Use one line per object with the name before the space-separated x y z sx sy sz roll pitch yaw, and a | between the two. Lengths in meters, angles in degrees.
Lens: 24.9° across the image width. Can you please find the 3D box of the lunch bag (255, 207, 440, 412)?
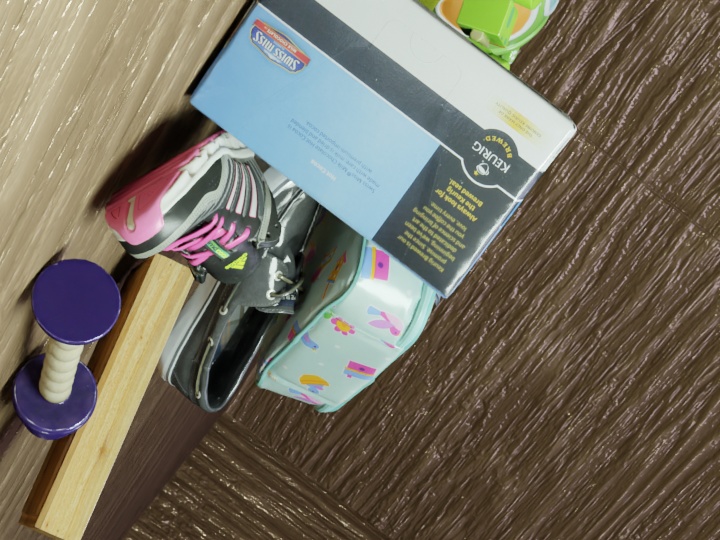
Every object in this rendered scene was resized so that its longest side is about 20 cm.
lunch bag | 0.000 0.000 1.174 0.200 0.076 0.162 -46 -157 52

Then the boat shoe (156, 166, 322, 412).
boat shoe | -0.071 0.013 1.127 0.201 0.066 0.070 -55 151 15

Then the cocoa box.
cocoa box | 0.016 -0.099 1.011 0.132 0.199 0.133 -53 179 9

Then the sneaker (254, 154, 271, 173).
sneaker | -0.072 -0.085 1.218 0.100 0.070 0.200 -57 -177 -17

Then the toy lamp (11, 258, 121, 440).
toy lamp | -0.183 0.058 1.003 0.058 0.058 0.200 -53 179 -27

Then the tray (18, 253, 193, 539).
tray | -0.179 0.090 1.141 0.202 0.037 0.099 -69 -166 -14

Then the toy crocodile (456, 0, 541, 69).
toy crocodile | 0.092 -0.182 1.201 0.202 0.067 0.062 -64 164 -2

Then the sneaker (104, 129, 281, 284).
sneaker | -0.091 -0.031 0.991 0.073 0.088 0.200 -27 -173 13

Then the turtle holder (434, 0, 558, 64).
turtle holder | 0.122 -0.281 1.391 0.186 0.140 0.132 -52 177 -21

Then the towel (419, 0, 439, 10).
towel | 0.057 -0.252 1.149 0.201 0.086 0.018 -53 -151 -16
